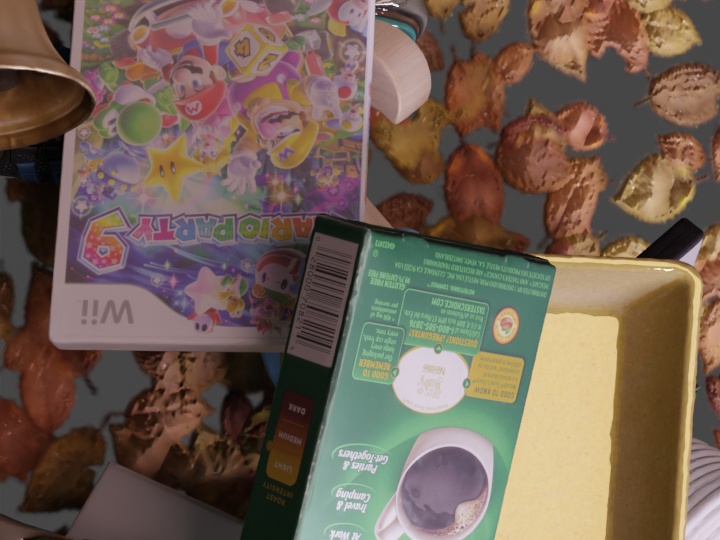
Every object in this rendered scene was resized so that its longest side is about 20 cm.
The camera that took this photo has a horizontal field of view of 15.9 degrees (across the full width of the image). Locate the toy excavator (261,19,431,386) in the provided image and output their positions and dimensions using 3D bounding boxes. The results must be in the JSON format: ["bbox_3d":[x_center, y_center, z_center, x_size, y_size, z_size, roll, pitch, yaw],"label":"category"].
[{"bbox_3d":[0.000,0.000,1.295,0.200,0.194,0.100,50,37,-2],"label":"toy excavator"}]

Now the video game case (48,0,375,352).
[{"bbox_3d":[-0.067,-0.062,1.192,0.142,0.018,0.201,1,75,7],"label":"video game case"}]

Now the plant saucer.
[{"bbox_3d":[0.055,0.089,1.225,0.199,0.048,0.201,3,93,-9],"label":"plant saucer"}]

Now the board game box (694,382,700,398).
[{"bbox_3d":[0.104,0.118,1.368,0.200,0.023,0.105,-20,142,-53],"label":"board game box"}]

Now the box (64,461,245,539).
[{"bbox_3d":[-0.113,0.216,1.235,0.200,0.097,0.124,-60,154,-18],"label":"box"}]

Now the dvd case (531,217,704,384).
[{"bbox_3d":[0.114,0.072,1.365,0.143,0.018,0.200,-39,157,-28],"label":"dvd case"}]

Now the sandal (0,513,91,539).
[{"bbox_3d":[-0.132,0.146,1.159,0.199,0.055,0.082,21,70,6],"label":"sandal"}]

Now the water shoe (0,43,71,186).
[{"bbox_3d":[-0.129,-0.073,1.247,0.199,0.079,0.072,10,88,-32],"label":"water shoe"}]

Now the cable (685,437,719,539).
[{"bbox_3d":[0.173,0.196,1.432,0.200,0.069,0.200,-45,138,-27],"label":"cable"}]

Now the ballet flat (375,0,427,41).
[{"bbox_3d":[-0.057,-0.148,1.306,0.199,0.067,0.064,4,65,-33],"label":"ballet flat"}]

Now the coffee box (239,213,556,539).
[{"bbox_3d":[0.012,0.083,1.146,0.123,0.044,0.201,9,94,-42],"label":"coffee box"}]

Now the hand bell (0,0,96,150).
[{"bbox_3d":[-0.181,-0.165,1.183,0.104,0.104,0.201,4,70,-32],"label":"hand bell"}]
